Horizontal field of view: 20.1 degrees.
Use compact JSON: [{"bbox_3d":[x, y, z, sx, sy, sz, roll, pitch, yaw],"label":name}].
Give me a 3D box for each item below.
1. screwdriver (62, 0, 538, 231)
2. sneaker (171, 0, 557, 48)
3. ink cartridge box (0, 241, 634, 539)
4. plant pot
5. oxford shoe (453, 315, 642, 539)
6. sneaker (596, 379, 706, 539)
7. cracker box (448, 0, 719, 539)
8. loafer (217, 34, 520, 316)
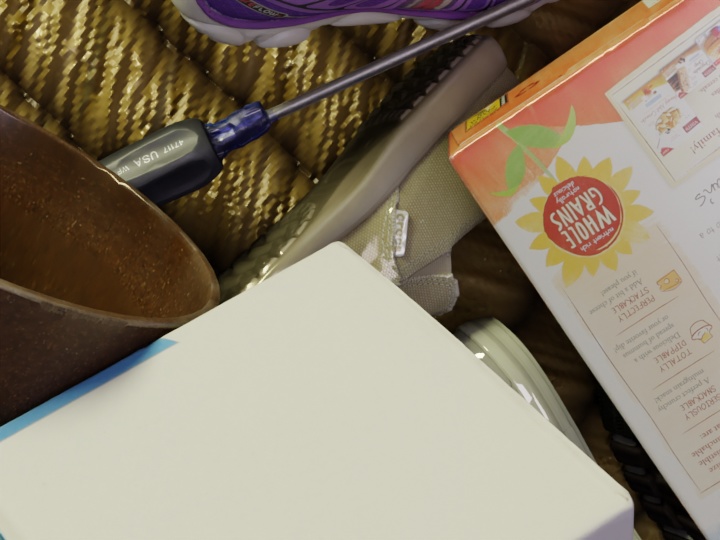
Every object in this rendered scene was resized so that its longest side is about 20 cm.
[{"bbox_3d":[-0.021,-0.066,0.764,0.199,0.029,0.028,-28,130,-4],"label":"screwdriver"},{"bbox_3d":[0.027,-0.125,0.743,0.199,0.083,0.081,-19,94,-28],"label":"sneaker"},{"bbox_3d":[-0.015,0.131,0.639,0.146,0.146,0.201,-29,137,-23],"label":"ink cartridge box"},{"bbox_3d":[-0.175,0.051,0.682,0.186,0.187,0.201,26,104,-18],"label":"plant pot"},{"bbox_3d":[0.079,0.113,0.789,0.058,0.075,0.201,-34,96,-11],"label":"oxford shoe"},{"bbox_3d":[0.180,0.081,0.842,0.115,0.076,0.201,-37,115,-16],"label":"sneaker"},{"bbox_3d":[0.140,-0.001,0.728,0.134,0.058,0.201,-33,99,10],"label":"cracker box"},{"bbox_3d":[0.000,0.000,0.768,0.068,0.076,0.200,44,83,-11],"label":"loafer"}]
